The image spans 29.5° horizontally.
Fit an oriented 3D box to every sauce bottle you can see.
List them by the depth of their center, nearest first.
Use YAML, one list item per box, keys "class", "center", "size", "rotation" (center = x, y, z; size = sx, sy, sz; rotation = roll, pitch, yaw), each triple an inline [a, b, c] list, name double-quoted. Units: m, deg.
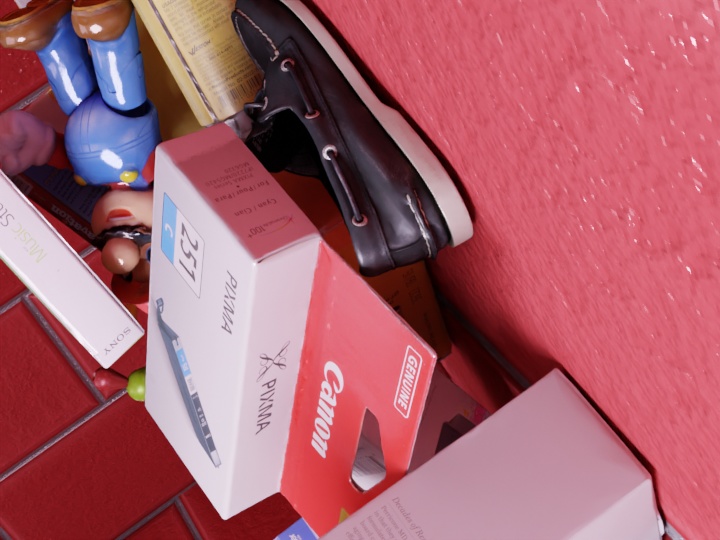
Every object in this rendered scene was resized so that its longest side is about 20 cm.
- class: "sauce bottle"
  center: [-0.099, -0.166, 0.755]
  size: [0.202, 0.064, 0.065]
  rotation: [63, 171, -16]

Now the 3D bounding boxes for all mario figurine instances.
- class: "mario figurine"
  center: [-0.142, -0.056, 0.793]
  size: [0.123, 0.105, 0.202]
  rotation: [23, 138, 54]

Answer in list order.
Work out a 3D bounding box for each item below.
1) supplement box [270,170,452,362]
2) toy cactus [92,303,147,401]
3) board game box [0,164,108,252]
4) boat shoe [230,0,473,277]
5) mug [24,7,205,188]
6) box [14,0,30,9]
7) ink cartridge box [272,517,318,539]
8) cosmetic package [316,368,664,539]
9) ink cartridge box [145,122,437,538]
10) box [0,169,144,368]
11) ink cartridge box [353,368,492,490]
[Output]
- class: "supplement box"
  center: [0.000, 0.000, 0.814]
  size: [0.069, 0.066, 0.201]
  rotation: [50, 170, 34]
- class: "toy cactus"
  center: [-0.136, 0.030, 1.156]
  size: [0.163, 0.202, 0.102]
  rotation: [21, 145, -13]
- class: "board game box"
  center: [-0.169, -0.104, 0.984]
  size: [0.103, 0.201, 0.019]
  rotation: [38, 135, -14]
- class: "boat shoe"
  center: [-0.025, -0.069, 0.677]
  size: [0.200, 0.066, 0.075]
  rotation: [52, 172, 29]
- class: "mug"
  center: [-0.116, -0.094, 0.895]
  size: [0.154, 0.149, 0.187]
  rotation: [49, 180, -13]
- class: "box"
  center: [-0.198, -0.171, 1.182]
  size: [0.201, 0.106, 0.152]
  rotation: [56, 172, 6]
- class: "ink cartridge box"
  center: [0.008, 0.200, 1.085]
  size: [0.042, 0.199, 0.120]
  rotation: [51, 172, 29]
- class: "cosmetic package"
  center: [0.047, 0.154, 0.661]
  size: [0.081, 0.199, 0.113]
  rotation: [48, 167, 36]
- class: "ink cartridge box"
  center: [-0.046, 0.057, 0.692]
  size: [0.176, 0.044, 0.202]
  rotation: [47, 145, 31]
- class: "box"
  center: [-0.209, -0.022, 0.839]
  size: [0.145, 0.036, 0.200]
  rotation: [51, 171, -22]
- class: "ink cartridge box"
  center: [0.032, 0.119, 0.821]
  size: [0.199, 0.068, 0.117]
  rotation: [40, 147, -23]
